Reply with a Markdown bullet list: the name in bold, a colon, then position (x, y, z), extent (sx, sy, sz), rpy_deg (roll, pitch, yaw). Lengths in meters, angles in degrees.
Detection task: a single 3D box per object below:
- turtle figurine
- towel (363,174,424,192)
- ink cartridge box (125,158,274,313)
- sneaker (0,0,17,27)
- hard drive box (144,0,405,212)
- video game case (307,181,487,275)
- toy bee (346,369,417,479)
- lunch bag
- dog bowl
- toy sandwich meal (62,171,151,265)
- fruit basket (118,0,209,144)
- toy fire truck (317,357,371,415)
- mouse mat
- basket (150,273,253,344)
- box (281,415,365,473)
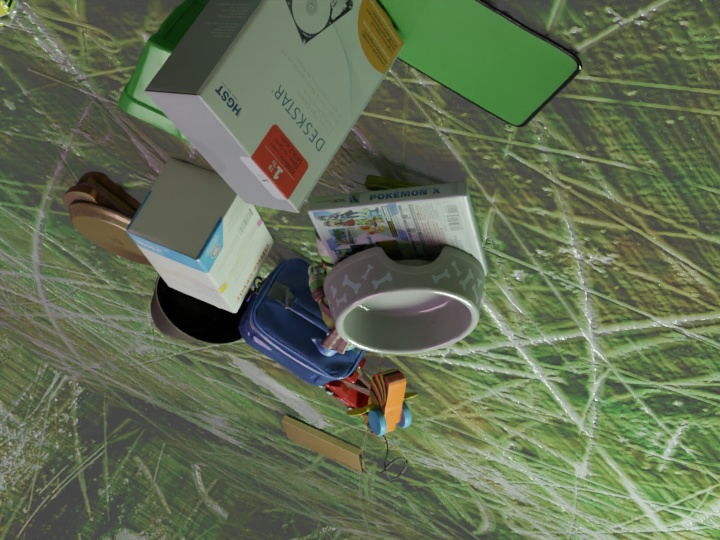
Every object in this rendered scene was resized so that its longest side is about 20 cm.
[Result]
- **turtle figurine**: position (0.000, 0.000, 1.639), extent (0.144, 0.200, 0.194), rpy_deg (42, 149, 32)
- **towel**: position (0.077, -0.049, 1.493), extent (0.086, 0.018, 0.200), rpy_deg (16, 158, 34)
- **ink cartridge box**: position (-0.220, -0.041, 1.743), extent (0.125, 0.129, 0.200), rpy_deg (21, 159, 21)
- **sneaker**: position (-0.425, -0.332, 1.388), extent (0.076, 0.076, 0.200), rpy_deg (24, 172, -11)
- **hard drive box**: position (-0.069, -0.178, 1.073), extent (0.077, 0.200, 0.156), rpy_deg (12, 154, 43)
- **video game case**: position (0.048, -0.038, 1.442), extent (0.182, 0.022, 0.200), rpy_deg (-5, 153, 11)
- **toy bee**: position (0.029, 0.249, 2.135), extent (0.131, 0.201, 0.109), rpy_deg (8, -160, -36)
- **lunch bag**: position (-0.081, 0.072, 1.834), extent (0.200, 0.136, 0.132), rpy_deg (33, 160, -11)
- **dog bowl**: position (0.055, 0.040, 1.493), extent (0.199, 0.059, 0.200), rpy_deg (-3, 150, -1)
- **toy sandwich meal**: position (-0.382, -0.080, 1.965), extent (0.204, 0.070, 0.205), rpy_deg (20, 161, 7)
- **fruit basket**: position (-0.137, -0.173, 1.302), extent (0.215, 0.156, 0.216), rpy_deg (18, 142, 15)
- **toy fire truck**: position (-0.011, 0.203, 2.202), extent (0.141, 0.049, 0.200), rpy_deg (3, 149, 48)
- **mouse mat**: position (0.088, -0.204, 1.102), extent (0.200, 0.008, 0.161), rpy_deg (31, 160, -5)
- **basket**: position (-0.284, 0.057, 2.083), extent (0.180, 0.136, 0.200), rpy_deg (28, 165, -17)
- **box**: position (-0.084, 0.404, 2.848), extent (0.199, 0.021, 0.164), rpy_deg (24, 160, 13)
